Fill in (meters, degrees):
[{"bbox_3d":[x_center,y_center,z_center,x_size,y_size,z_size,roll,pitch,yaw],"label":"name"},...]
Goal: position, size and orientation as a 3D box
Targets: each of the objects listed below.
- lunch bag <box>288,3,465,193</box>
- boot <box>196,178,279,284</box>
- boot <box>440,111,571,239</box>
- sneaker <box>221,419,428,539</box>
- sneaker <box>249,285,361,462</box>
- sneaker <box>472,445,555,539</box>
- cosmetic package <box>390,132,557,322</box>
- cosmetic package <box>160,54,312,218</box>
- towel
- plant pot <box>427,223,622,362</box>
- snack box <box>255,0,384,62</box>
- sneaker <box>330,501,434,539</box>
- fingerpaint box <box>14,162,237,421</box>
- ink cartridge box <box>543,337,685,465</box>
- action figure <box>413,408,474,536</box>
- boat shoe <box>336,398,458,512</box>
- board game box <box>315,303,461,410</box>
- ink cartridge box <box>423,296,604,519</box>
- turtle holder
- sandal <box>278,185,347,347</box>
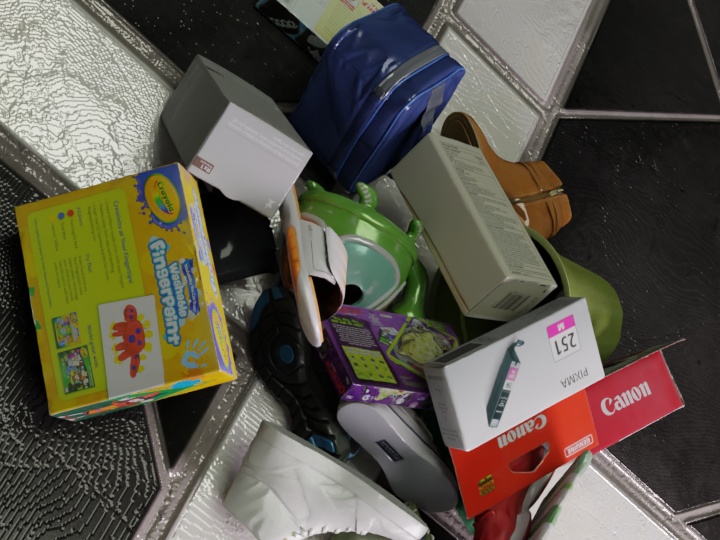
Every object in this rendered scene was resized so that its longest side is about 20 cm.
[{"bbox_3d":[0.019,-0.181,1.472,0.132,0.200,0.135,47,50,12],"label":"lunch bag"},{"bbox_3d":[-0.153,0.007,1.329,0.161,0.073,0.200,-20,77,-37],"label":"boot"},{"bbox_3d":[0.190,-0.121,1.651,0.155,0.076,0.202,-26,91,-40],"label":"boot"},{"bbox_3d":[-0.040,0.247,1.299,0.199,0.074,0.116,31,86,-5],"label":"sneaker"},{"bbox_3d":[-0.055,0.110,1.379,0.082,0.073,0.202,-21,92,-54],"label":"sneaker"},{"bbox_3d":[0.130,0.236,1.405,0.115,0.078,0.200,43,42,-7],"label":"sneaker"},{"bbox_3d":[0.124,-0.047,1.443,0.103,0.073,0.201,11,45,-48],"label":"cosmetic package"},{"bbox_3d":[-0.131,-0.141,1.335,0.106,0.200,0.091,29,99,-27],"label":"cosmetic package"},{"bbox_3d":[0.178,0.297,1.362,0.023,0.153,0.201,30,58,8],"label":"towel"},{"bbox_3d":[0.213,0.054,1.545,0.189,0.199,0.202,9,65,-49],"label":"plant pot"},{"bbox_3d":[-0.024,-0.300,1.587,0.200,0.037,0.117,39,52,-19],"label":"snack box"},{"bbox_3d":[0.056,0.290,1.379,0.199,0.067,0.091,23,64,-25],"label":"sneaker"},{"bbox_3d":[-0.219,0.022,1.218,0.165,0.073,0.202,-15,77,5],"label":"fingerpaint box"},{"bbox_3d":[0.283,0.162,1.540,0.199,0.175,0.085,-18,83,-40],"label":"ink cartridge box"},{"bbox_3d":[0.092,0.199,1.456,0.200,0.054,0.119,46,52,-19],"label":"action figure"},{"bbox_3d":[0.044,0.178,1.376,0.200,0.072,0.066,47,39,-29],"label":"boat shoe"},{"bbox_3d":[0.039,0.091,1.352,0.199,0.032,0.121,12,41,-39],"label":"board game box"},{"bbox_3d":[0.172,0.142,1.353,0.199,0.043,0.175,-23,102,-30],"label":"ink cartridge box"},{"bbox_3d":[-0.010,-0.004,1.424,0.133,0.140,0.186,-65,146,-16],"label":"turtle holder"},{"bbox_3d":[-0.044,-0.025,1.302,0.059,0.079,0.208,-9,57,-6],"label":"sandal"}]
